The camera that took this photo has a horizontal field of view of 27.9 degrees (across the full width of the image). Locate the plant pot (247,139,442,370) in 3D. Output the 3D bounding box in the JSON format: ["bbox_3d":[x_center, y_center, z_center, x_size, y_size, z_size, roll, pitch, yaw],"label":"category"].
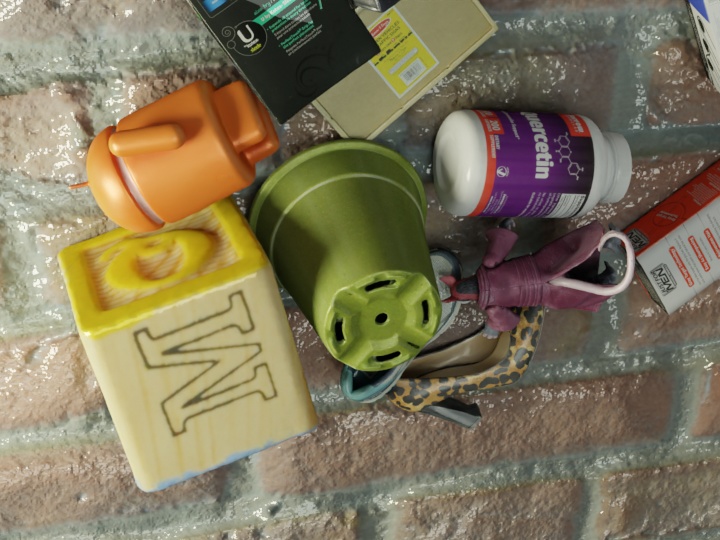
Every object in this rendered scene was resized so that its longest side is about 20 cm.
[{"bbox_3d":[0.000,0.000,1.482,0.199,0.190,0.201,-9,127,-12],"label":"plant pot"}]

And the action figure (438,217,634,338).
[{"bbox_3d":[0.184,0.018,1.559,0.199,0.149,0.135,-11,104,-7],"label":"action figure"}]

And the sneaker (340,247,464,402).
[{"bbox_3d":[0.046,0.067,1.589,0.077,0.086,0.201,34,99,7],"label":"sneaker"}]

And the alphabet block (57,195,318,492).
[{"bbox_3d":[-0.177,0.069,1.471,0.195,0.195,0.201,-21,121,-10],"label":"alphabet block"}]

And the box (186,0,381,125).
[{"bbox_3d":[-0.096,-0.267,1.354,0.124,0.149,0.200,-36,121,3],"label":"box"}]

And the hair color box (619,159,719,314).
[{"bbox_3d":[0.407,-0.052,1.687,0.200,0.061,0.102,-36,121,0],"label":"hair color box"}]

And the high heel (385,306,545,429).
[{"bbox_3d":[0.118,0.087,1.651,0.142,0.071,0.200,22,111,-28],"label":"high heel"}]

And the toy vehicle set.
[{"bbox_3d":[0.031,-0.230,1.488,0.200,0.027,0.124,-40,121,3],"label":"toy vehicle set"}]

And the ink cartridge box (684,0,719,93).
[{"bbox_3d":[0.378,-0.279,1.542,0.044,0.094,0.201,-22,121,5],"label":"ink cartridge box"}]

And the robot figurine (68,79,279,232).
[{"bbox_3d":[-0.182,-0.111,1.412,0.199,0.144,0.117,-26,110,10],"label":"robot figurine"}]

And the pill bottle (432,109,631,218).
[{"bbox_3d":[0.184,-0.113,1.550,0.199,0.113,0.113,0,115,-19],"label":"pill bottle"}]

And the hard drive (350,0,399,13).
[{"bbox_3d":[0.028,-0.335,1.355,0.042,0.200,0.135,-3,122,31],"label":"hard drive"}]
